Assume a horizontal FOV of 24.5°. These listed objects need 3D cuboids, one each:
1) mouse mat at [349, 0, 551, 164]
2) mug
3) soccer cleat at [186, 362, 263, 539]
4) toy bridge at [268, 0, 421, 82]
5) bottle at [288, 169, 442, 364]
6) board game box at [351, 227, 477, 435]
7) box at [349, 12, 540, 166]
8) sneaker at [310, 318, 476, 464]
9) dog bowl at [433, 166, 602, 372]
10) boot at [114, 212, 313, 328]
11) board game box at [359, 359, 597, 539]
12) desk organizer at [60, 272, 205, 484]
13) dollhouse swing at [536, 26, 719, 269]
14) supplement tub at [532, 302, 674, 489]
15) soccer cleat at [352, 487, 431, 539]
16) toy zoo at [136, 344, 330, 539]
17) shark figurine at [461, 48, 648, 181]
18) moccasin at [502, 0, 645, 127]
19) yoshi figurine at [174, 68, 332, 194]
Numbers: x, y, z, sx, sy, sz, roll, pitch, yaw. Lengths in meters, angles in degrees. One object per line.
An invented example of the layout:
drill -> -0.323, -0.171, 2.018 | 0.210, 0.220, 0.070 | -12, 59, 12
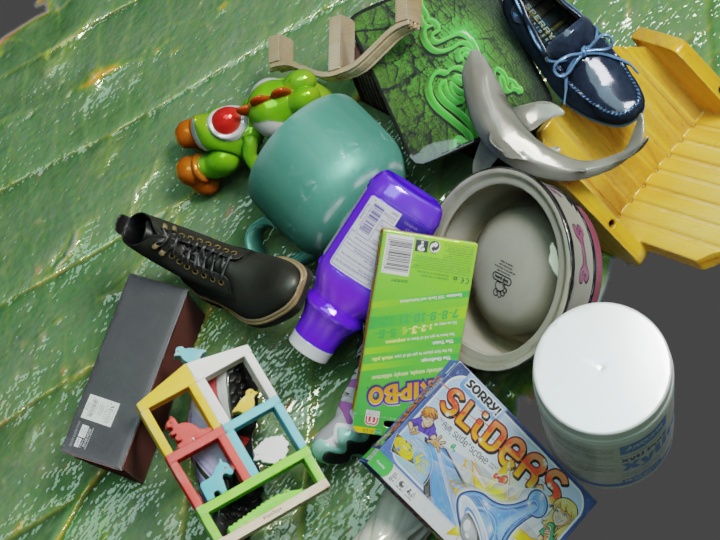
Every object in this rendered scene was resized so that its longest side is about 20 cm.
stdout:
mouse mat -> 0.091, -0.219, 1.733 | 0.160, 0.008, 0.201 | -24, 67, 1
mug -> -0.029, -0.080, 1.745 | 0.152, 0.186, 0.114 | -28, 63, -36
soccer cleat -> -0.146, 0.193, 1.706 | 0.073, 0.068, 0.201 | -12, 70, 32
toy bridge -> -0.021, -0.235, 1.750 | 0.199, 0.027, 0.068 | -12, 70, 38
bottle -> 0.000, 0.000, 1.662 | 0.083, 0.065, 0.201 | 31, 101, -8
board game box -> 0.051, 0.065, 1.622 | 0.095, 0.030, 0.201 | 9, 93, -7
box -> 0.089, -0.189, 1.778 | 0.199, 0.100, 0.075 | 31, 78, 19
sneaker -> 0.008, 0.099, 1.703 | 0.199, 0.078, 0.140 | -33, 65, -13
dog bowl -> 0.154, 0.001, 1.636 | 0.199, 0.074, 0.202 | -5, 84, 46
boot -> -0.154, -0.006, 1.688 | 0.199, 0.138, 0.078 | 3, 66, 50
board game box -> 0.115, 0.204, 1.604 | 0.200, 0.034, 0.135 | 45, 79, -9
desk organizer -> -0.234, 0.115, 1.738 | 0.071, 0.077, 0.201 | 14, 73, 16
dollhouse swing -> 0.308, -0.123, 1.658 | 0.182, 0.176, 0.200 | 44, 81, -15
supplement tub -> 0.233, 0.123, 1.577 | 0.131, 0.200, 0.133 | -4, 69, 9
soccer cleat -> 0.040, 0.241, 1.647 | 0.200, 0.069, 0.078 | -41, 58, -11
toy zoo -> -0.135, 0.164, 1.660 | 0.131, 0.020, 0.201 | -28, 76, -17
shark figurine -> 0.172, -0.121, 1.625 | 0.214, 0.089, 0.129 | 25, 104, 21
moccasin -> 0.206, -0.223, 1.672 | 0.080, 0.068, 0.200 | -41, 67, -10
yoshi figurine -> -0.103, -0.153, 1.790 | 0.199, 0.112, 0.113 | -24, 107, 37
